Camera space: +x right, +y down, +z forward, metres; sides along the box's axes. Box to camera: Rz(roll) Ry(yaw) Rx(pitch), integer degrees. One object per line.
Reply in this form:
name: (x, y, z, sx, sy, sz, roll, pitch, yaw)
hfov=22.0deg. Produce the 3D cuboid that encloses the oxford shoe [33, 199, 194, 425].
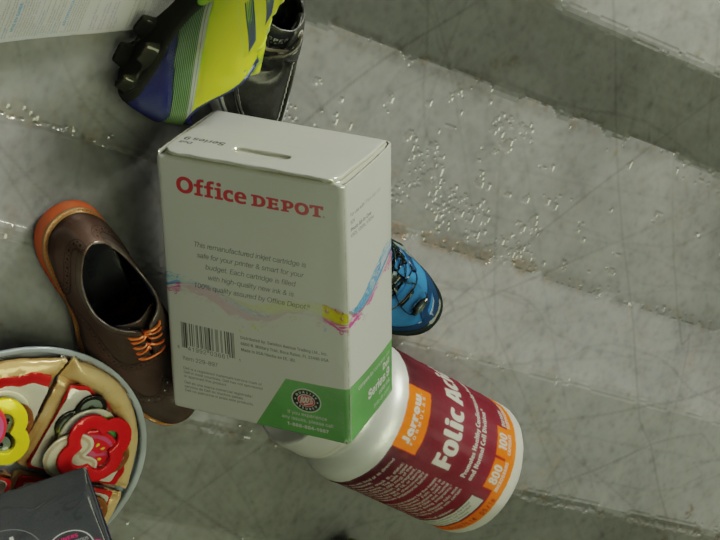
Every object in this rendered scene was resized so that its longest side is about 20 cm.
oxford shoe: (-0.167, 0.044, 1.325, 0.071, 0.072, 0.201, -38, 125, -12)

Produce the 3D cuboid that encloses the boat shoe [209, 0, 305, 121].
boat shoe: (-0.065, -0.181, 1.299, 0.069, 0.066, 0.202, -5, 112, -30)

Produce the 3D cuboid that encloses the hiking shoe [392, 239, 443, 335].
hiking shoe: (0.000, 0.000, 1.402, 0.200, 0.087, 0.075, 37, 88, -37)

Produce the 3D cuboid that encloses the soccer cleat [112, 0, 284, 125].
soccer cleat: (-0.086, -0.171, 1.250, 0.083, 0.065, 0.200, 27, 128, -34)

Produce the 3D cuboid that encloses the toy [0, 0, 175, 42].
toy: (-0.192, -0.209, 1.212, 0.199, 0.047, 0.116, -9, 138, -39)

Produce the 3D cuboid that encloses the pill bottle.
pill bottle: (0.025, 0.123, 1.452, 0.199, 0.114, 0.115, 28, 94, -37)

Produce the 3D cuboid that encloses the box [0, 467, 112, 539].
box: (-0.221, 0.259, 1.324, 0.121, 0.106, 0.201, -18, 131, -10)

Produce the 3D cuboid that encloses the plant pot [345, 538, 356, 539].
plant pot: (-0.024, 0.370, 1.480, 0.180, 0.200, 0.200, -24, 121, -13)

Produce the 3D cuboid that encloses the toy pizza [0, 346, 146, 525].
toy pizza: (-0.245, 0.145, 1.323, 0.199, 0.032, 0.202, -14, 125, -21)

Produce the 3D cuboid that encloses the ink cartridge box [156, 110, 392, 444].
ink cartridge box: (-0.057, 0.003, 1.293, 0.088, 0.144, 0.202, -46, 141, -53)
